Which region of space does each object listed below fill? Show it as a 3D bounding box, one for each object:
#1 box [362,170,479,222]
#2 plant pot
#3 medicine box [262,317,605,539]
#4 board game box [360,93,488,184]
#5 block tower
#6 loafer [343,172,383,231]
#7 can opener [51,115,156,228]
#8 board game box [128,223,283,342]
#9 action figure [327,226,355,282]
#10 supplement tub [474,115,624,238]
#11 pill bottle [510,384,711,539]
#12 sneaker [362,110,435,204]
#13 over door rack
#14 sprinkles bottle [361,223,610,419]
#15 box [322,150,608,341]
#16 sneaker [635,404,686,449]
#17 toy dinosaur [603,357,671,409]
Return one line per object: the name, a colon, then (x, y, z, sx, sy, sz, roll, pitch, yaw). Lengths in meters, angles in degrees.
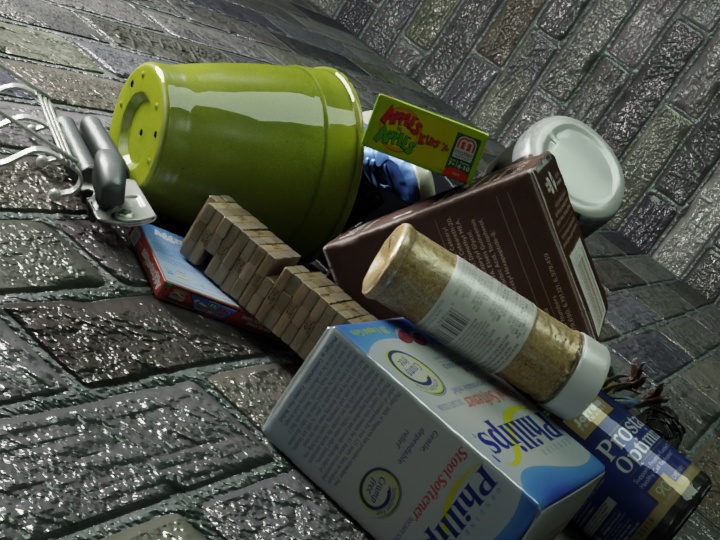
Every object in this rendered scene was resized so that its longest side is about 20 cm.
box: (0.112, -0.048, 1.465, 0.197, 0.117, 0.200, 51, 17, 3)
plant pot: (-0.130, -0.117, 1.151, 0.192, 0.201, 0.201, 9, 27, -34)
medicine box: (0.061, 0.136, 0.910, 0.200, 0.103, 0.182, 39, 16, 20)
board game box: (0.059, -0.121, 1.114, 0.101, 0.048, 0.200, 20, 6, 0)
block tower: (-0.067, 0.016, 1.028, 0.200, 0.058, 0.054, 38, 16, 16)
loafer: (-0.031, -0.076, 1.273, 0.073, 0.073, 0.200, 60, -20, 1)
can opener: (-0.230, -0.096, 1.074, 0.052, 0.067, 0.200, -2, 28, -27)
board game box: (-0.107, 0.020, 1.069, 0.199, 0.019, 0.103, 23, 21, -36)
action figure: (0.000, 0.000, 1.292, 0.065, 0.099, 0.200, 30, -7, -8)
supplement tub: (0.169, -0.061, 1.250, 0.122, 0.200, 0.123, 14, 59, -24)
pill bottle: (0.207, 0.169, 1.095, 0.200, 0.112, 0.112, 39, 16, 17)
sneaker: (-0.001, -0.110, 1.312, 0.111, 0.077, 0.200, -18, 35, -15)
over door rack: (-0.326, -0.153, 1.012, 0.200, 0.067, 0.148, 49, 3, -39)
sprinkles bottle: (0.100, 0.041, 0.952, 0.199, 0.068, 0.068, 32, 15, -9)
box: (0.102, 0.008, 1.088, 0.166, 0.199, 0.165, -38, 107, -72)
sneaker: (0.288, 0.177, 1.229, 0.076, 0.091, 0.200, 44, 6, 12)
toy dinosaur: (0.244, 0.134, 1.310, 0.180, 0.201, 0.105, 0, 39, -20)
